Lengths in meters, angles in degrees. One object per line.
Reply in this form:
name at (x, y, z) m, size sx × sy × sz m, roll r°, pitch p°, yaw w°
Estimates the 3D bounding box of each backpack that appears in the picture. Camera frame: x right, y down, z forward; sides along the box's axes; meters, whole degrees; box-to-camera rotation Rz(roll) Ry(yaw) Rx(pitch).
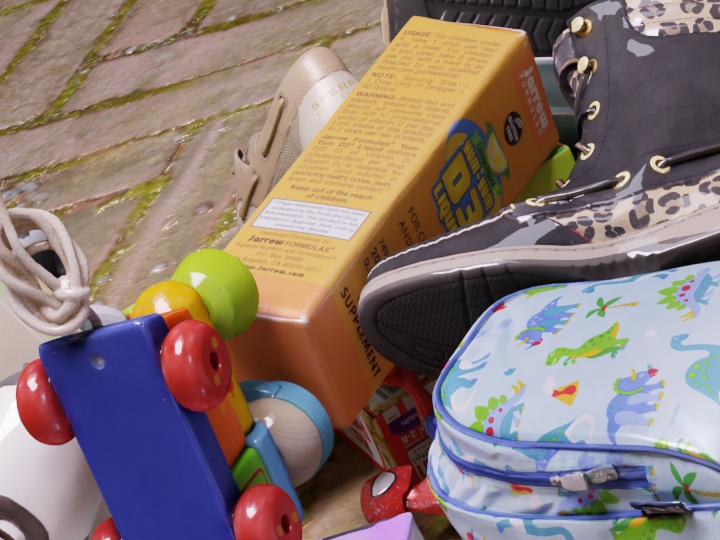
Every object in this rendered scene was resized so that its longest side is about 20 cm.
backpack at (0.122, 0.069, 1.073) m, size 0.199 × 0.154 × 0.163 m, roll -21°, pitch 26°, yaw 47°

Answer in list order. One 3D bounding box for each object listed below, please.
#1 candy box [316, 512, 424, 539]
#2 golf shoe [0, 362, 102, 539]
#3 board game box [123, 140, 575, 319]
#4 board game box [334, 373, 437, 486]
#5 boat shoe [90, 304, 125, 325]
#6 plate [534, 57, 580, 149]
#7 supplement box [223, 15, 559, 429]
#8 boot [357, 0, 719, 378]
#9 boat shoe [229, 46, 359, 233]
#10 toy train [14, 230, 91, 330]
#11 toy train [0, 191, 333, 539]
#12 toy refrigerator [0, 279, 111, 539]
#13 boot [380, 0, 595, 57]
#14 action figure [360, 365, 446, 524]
candy box at (-0.067, 0.189, 1.080) m, size 0.199 × 0.072 × 0.168 m, roll -18°, pitch 23°, yaw 19°
golf shoe at (-0.149, 0.125, 1.102) m, size 0.201 × 0.078 × 0.094 m, roll -57°, pitch 23°, yaw -11°
board game box at (0.000, 0.000, 1.318) m, size 0.199 × 0.048 × 0.102 m, roll -32°, pitch 28°, yaw -14°
board game box at (0.040, 0.020, 1.364) m, size 0.151 × 0.046 × 0.200 m, roll -31°, pitch 23°, yaw -11°
boat shoe at (-0.204, 0.079, 1.482) m, size 0.200 × 0.071 × 0.070 m, roll -37°, pitch 26°, yaw -8°
plate at (0.075, -0.080, 1.468) m, size 0.199 × 0.026 × 0.200 m, roll -4°, pitch -5°, yaw 0°
supplement box at (0.009, -0.024, 1.235) m, size 0.068 × 0.067 × 0.200 m, roll 6°, pitch 45°, yaw 33°
boot at (0.096, -0.038, 1.187) m, size 0.199 × 0.073 × 0.151 m, roll -15°, pitch 44°, yaw 12°
boat shoe at (-0.029, -0.045, 1.448) m, size 0.071 × 0.065 × 0.200 m, roll -28°, pitch -15°, yaw -29°
toy train at (-0.166, 0.068, 1.284) m, size 0.113 × 0.201 × 0.085 m, roll -10°, pitch 21°, yaw 0°
toy train at (-0.076, 0.023, 1.107) m, size 0.084 × 0.201 × 0.116 m, roll -14°, pitch 18°, yaw 27°
toy refrigerator at (-0.115, 0.074, 1.199) m, size 0.070 × 0.200 × 0.076 m, roll -43°, pitch 21°, yaw 5°
boot at (0.073, -0.130, 1.580) m, size 0.199 × 0.078 × 0.138 m, roll -1°, pitch 2°, yaw -32°
action figure at (0.078, 0.037, 1.222) m, size 0.199 × 0.099 × 0.065 m, roll -30°, pitch -13°, yaw -3°
